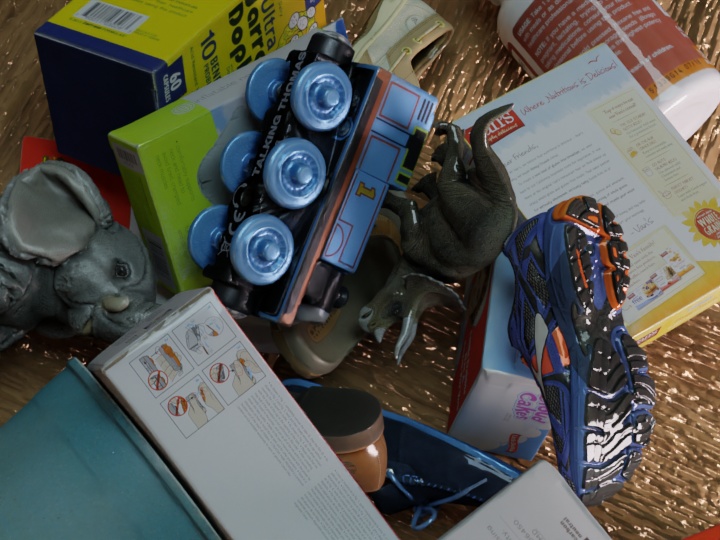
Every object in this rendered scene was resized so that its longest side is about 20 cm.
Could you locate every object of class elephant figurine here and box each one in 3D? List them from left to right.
[{"bbox_3d":[-0.203,0.002,1.439,0.200,0.141,0.155,-15,97,-11],"label":"elephant figurine"}]

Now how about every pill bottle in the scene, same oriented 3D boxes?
[{"bbox_3d":[0.178,-0.180,1.657,0.112,0.112,0.200,-29,71,-26],"label":"pill bottle"}]

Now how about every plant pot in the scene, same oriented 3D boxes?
[{"bbox_3d":[-0.189,0.189,1.314,0.188,0.200,0.200,-38,74,-9],"label":"plant pot"}]

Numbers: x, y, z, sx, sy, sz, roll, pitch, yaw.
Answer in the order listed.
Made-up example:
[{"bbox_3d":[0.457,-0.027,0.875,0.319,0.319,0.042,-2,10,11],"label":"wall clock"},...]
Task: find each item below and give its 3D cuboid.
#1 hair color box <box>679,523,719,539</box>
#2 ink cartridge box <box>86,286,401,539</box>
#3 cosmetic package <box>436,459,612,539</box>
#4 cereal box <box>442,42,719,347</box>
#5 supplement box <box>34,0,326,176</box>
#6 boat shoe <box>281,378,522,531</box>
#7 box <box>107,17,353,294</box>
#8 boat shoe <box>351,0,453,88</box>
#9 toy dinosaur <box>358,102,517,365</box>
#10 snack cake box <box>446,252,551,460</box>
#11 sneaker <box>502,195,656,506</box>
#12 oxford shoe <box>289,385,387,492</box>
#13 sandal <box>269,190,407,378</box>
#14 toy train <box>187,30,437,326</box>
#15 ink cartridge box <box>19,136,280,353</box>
[{"bbox_3d":[0.227,0.219,1.438,0.200,0.111,0.064,-19,66,-23],"label":"hair color box"},{"bbox_3d":[-0.075,0.113,1.320,0.084,0.176,0.200,-38,96,-10],"label":"ink cartridge box"},{"bbox_3d":[0.067,0.253,1.300,0.165,0.200,0.165,-32,80,-41],"label":"cosmetic package"},{"bbox_3d":[0.170,-0.050,1.486,0.144,0.040,0.200,-28,69,-24],"label":"cereal box"},{"bbox_3d":[-0.124,-0.165,1.545,0.109,0.109,0.200,20,47,26],"label":"supplement box"},{"bbox_3d":[0.028,0.137,1.466,0.200,0.084,0.069,20,83,20],"label":"boat shoe"},{"bbox_3d":[-0.066,-0.080,1.482,0.200,0.122,0.048,-30,32,-25],"label":"box"},{"bbox_3d":[0.015,-0.137,1.611,0.066,0.074,0.200,26,54,3],"label":"boat shoe"},{"bbox_3d":[0.068,-0.037,1.454,0.077,0.200,0.102,-11,61,-51],"label":"toy dinosaur"},{"bbox_3d":[0.115,0.018,1.525,0.067,0.115,0.200,13,59,-6],"label":"snack cake box"},{"bbox_3d":[0.138,0.054,1.404,0.075,0.078,0.200,-2,85,-42],"label":"sneaker"},{"bbox_3d":[-0.073,0.112,1.433,0.200,0.071,0.071,10,39,30],"label":"oxford shoe"},{"bbox_3d":[0.000,0.000,1.518,0.080,0.054,0.200,48,40,-13],"label":"sandal"},{"bbox_3d":[-0.032,-0.054,1.417,0.114,0.087,0.200,24,84,-33],"label":"toy train"},{"bbox_3d":[-0.144,-0.029,1.529,0.200,0.047,0.160,7,59,-11],"label":"ink cartridge box"}]
